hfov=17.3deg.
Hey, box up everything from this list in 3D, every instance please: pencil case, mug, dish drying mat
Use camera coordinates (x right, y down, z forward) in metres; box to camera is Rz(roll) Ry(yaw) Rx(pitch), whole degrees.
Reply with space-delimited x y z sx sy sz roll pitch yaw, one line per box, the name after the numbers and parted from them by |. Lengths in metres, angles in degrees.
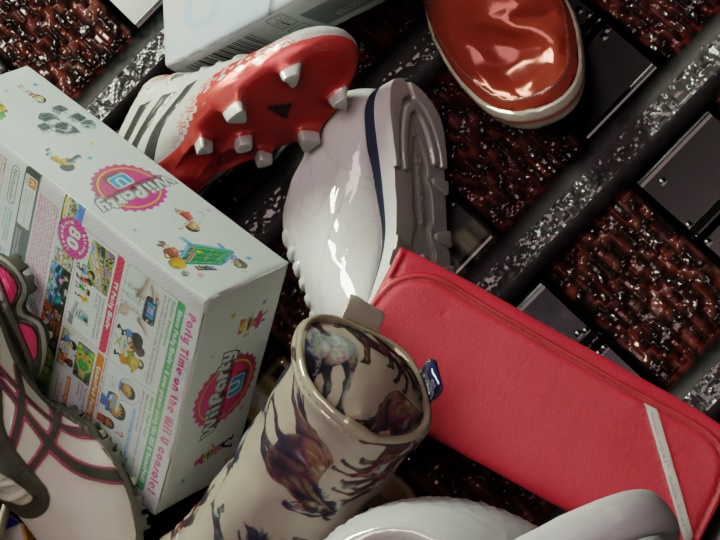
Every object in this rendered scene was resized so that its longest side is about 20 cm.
-0.036 0.107 1.156 0.078 0.089 0.200 30 128 -4 | pencil case
0.060 0.164 1.103 0.200 0.175 0.148 -33 66 7 | mug
0.089 0.068 1.168 0.200 0.018 0.077 29 86 1 | dish drying mat

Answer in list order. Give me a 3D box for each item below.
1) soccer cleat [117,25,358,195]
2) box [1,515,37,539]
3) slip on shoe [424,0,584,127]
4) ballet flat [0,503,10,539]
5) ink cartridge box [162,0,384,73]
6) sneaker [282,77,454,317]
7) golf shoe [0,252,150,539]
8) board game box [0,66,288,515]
-0.081 -0.083 1.266 0.200 0.069 0.085 -39 49 33 | soccer cleat
-0.205 0.226 1.250 0.119 0.041 0.200 -23 70 11 | box
0.061 -0.165 1.262 0.074 0.061 0.200 -23 69 9 | slip on shoe
-0.219 0.105 1.268 0.064 0.067 0.200 0 41 -11 | ballet flat
-0.046 -0.222 1.294 0.160 0.047 0.200 -22 66 43 | ink cartridge box
0.000 0.000 1.241 0.080 0.076 0.200 -10 66 28 | sneaker
-0.182 0.091 1.211 0.077 0.088 0.200 -28 91 45 | golf shoe
-0.143 0.009 1.242 0.200 0.064 0.148 37 130 26 | board game box
